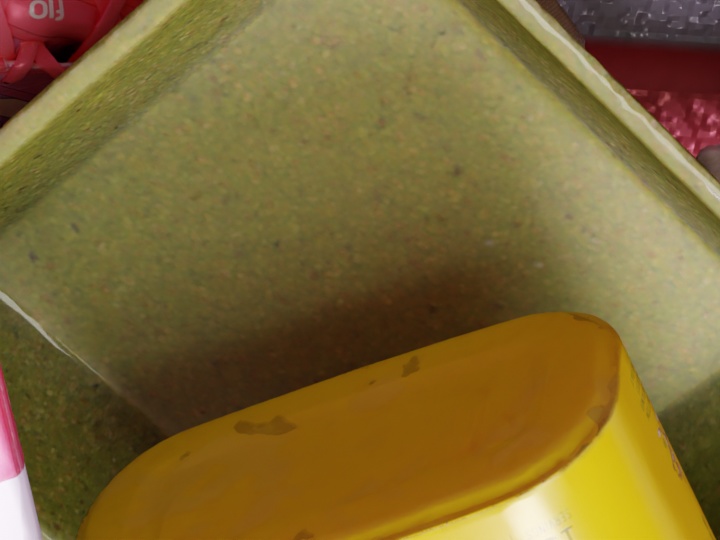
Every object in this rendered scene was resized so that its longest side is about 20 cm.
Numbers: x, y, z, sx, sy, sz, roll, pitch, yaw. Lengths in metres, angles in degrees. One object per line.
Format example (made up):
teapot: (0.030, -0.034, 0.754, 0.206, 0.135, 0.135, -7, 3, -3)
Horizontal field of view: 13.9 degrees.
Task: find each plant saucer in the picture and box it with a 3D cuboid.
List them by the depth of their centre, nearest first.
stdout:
plant saucer: (0.001, 0.012, 0.713, 0.200, 0.048, 0.200, 43, 119, -18)

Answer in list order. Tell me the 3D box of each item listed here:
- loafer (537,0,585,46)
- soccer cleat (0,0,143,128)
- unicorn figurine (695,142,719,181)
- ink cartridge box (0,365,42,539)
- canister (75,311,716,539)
loafer: (0.000, 0.000, 0.799, 0.067, 0.076, 0.201, 20, 110, -22)
soccer cleat: (-0.078, -0.062, 0.714, 0.199, 0.073, 0.069, -8, 89, -4)
unicorn figurine: (0.142, 0.013, 0.795, 0.199, 0.074, 0.137, 18, 155, -7)
ink cartridge box: (-0.142, 0.090, 0.679, 0.144, 0.084, 0.201, -15, 122, -10)
canister: (0.035, 0.121, 0.699, 0.148, 0.087, 0.201, -19, 116, 18)
